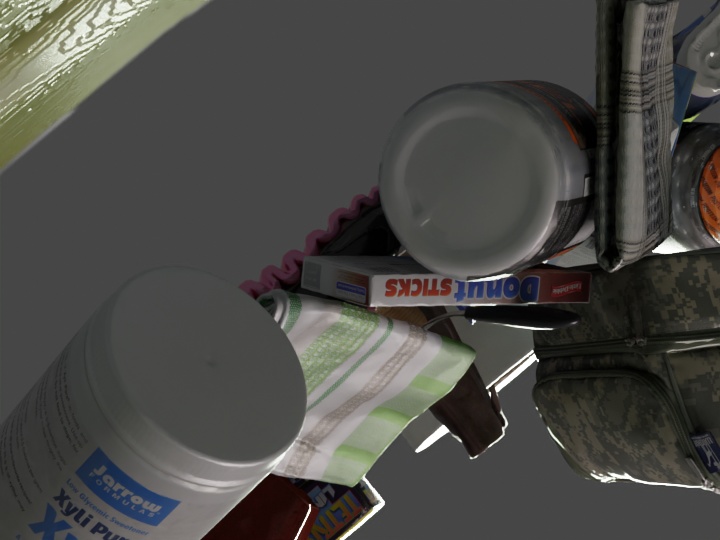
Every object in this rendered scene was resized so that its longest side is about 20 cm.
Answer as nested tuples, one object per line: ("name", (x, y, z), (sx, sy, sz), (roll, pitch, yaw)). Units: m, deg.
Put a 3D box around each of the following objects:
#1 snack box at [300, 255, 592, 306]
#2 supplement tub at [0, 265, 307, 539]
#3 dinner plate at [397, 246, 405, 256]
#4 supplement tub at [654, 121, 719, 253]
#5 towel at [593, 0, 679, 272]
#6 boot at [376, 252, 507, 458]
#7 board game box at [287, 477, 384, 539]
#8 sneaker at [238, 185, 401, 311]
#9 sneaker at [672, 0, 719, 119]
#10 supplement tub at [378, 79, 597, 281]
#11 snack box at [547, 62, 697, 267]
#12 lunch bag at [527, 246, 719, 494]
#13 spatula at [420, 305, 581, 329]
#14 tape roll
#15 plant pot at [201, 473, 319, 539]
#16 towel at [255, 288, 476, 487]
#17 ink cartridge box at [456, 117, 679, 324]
("snack box", (0.060, 0.006, 1.185), (0.199, 0.025, 0.072), (0, -172, -40))
("supplement tub", (-0.134, 0.104, 1.015), (0.132, 0.132, 0.200), (-29, 167, -50))
("dinner plate", (0.000, 0.000, 1.352), (0.200, 0.024, 0.200), (-39, -179, 1))
("supplement tub", (0.286, -0.076, 1.647), (0.122, 0.123, 0.199), (-35, -156, -28))
("towel", (0.189, -0.109, 1.188), (0.034, 0.202, 0.192), (1, -173, 20))
("boot", (0.060, 0.070, 1.504), (0.072, 0.167, 0.200), (-38, -177, 14))
("board game box", (-0.108, 0.187, 1.444), (0.200, 0.166, 0.057), (-40, 173, 8))
("sneaker", (-0.015, 0.020, 1.217), (0.200, 0.096, 0.079), (-39, 169, -11))
("sneaker", (0.332, -0.211, 1.611), (0.200, 0.081, 0.146), (-41, -178, -15))
("supplement tub", (0.097, -0.062, 1.167), (0.122, 0.123, 0.200), (-42, 172, 19))
("snack box", (0.200, -0.070, 1.502), (0.200, 0.067, 0.170), (118, -8, -71))
("lunch bag", (0.218, 0.073, 1.296), (0.138, 0.169, 0.200), (-7, 179, -26))
("spatula", (0.062, 0.035, 1.221), (0.199, 0.021, 0.056), (-5, -175, 37))
("tape roll", (0.087, 0.055, 1.689), (0.202, 0.139, 0.203), (-37, 172, -7))
("plant pot", (-0.138, 0.197, 1.330), (0.176, 0.200, 0.200), (-48, 173, -5))
("towel", (-0.029, 0.084, 1.165), (0.199, 0.031, 0.149), (17, 125, -46))
("ink cartridge box", (0.144, -0.047, 1.329), (0.200, 0.044, 0.094), (-39, 168, -4))
